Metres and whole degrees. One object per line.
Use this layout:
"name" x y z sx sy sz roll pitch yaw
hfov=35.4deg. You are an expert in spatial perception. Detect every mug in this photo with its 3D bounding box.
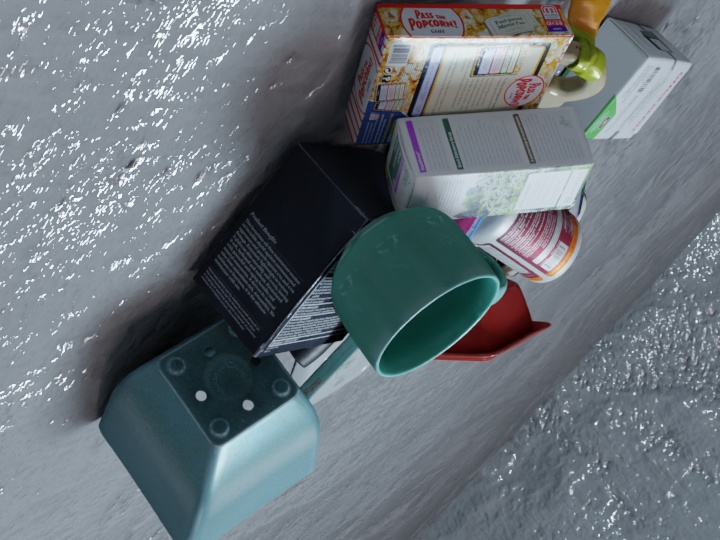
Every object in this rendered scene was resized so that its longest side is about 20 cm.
"mug" 0.051 0.015 1.125 0.152 0.115 0.185 -41 158 9

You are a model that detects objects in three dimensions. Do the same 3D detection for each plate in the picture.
"plate" -0.028 0.136 1.743 0.198 0.032 0.201 -31 158 -33

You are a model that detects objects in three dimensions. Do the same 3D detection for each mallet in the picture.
"mallet" -0.077 0.071 1.508 0.066 0.041 0.201 -37 156 -10

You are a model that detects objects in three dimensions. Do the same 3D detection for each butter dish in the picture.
"butter dish" 0.179 0.058 1.835 0.198 0.151 0.198 -2 -169 41

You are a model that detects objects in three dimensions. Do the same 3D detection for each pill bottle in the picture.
"pill bottle" 0.198 -0.072 1.513 0.199 0.110 0.110 31 111 -34

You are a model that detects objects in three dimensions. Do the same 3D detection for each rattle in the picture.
"rattle" 0.228 -0.271 1.391 0.127 0.146 0.200 -4 169 -8

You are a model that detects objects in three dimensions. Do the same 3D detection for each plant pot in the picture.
"plant pot" -0.161 0.160 1.260 0.194 0.197 0.201 -31 162 -27

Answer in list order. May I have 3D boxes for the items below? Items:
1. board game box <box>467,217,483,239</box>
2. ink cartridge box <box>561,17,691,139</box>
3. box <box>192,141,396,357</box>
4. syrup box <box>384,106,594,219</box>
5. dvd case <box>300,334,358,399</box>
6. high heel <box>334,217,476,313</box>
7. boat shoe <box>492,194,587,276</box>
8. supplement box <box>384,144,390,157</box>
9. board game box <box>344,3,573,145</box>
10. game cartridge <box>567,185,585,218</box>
"board game box" 0.122 -0.068 1.342 0.202 0.045 0.152 -62 178 24
"ink cartridge box" 0.364 -0.264 1.585 0.147 0.084 0.199 -52 159 26
"box" -0.042 -0.025 1.233 0.199 0.124 0.199 -48 162 20
"syrup box" 0.130 -0.109 1.161 0.196 0.083 0.079 -5 148 -13
"dvd case" -0.001 0.079 1.383 0.146 0.022 0.200 -48 176 37
"high heel" 0.072 0.017 1.220 0.200 0.096 0.067 -42 162 -4
"boat shoe" 0.304 -0.062 1.910 0.200 0.075 0.068 -47 166 15
"supplement box" 0.111 -0.191 1.280 0.108 0.061 0.201 -27 156 -38
"board game box" 0.096 -0.195 1.136 0.196 0.047 0.152 -4 145 -19
"game cartridge" 0.262 -0.141 1.577 0.038 0.130 0.200 -40 161 -8
